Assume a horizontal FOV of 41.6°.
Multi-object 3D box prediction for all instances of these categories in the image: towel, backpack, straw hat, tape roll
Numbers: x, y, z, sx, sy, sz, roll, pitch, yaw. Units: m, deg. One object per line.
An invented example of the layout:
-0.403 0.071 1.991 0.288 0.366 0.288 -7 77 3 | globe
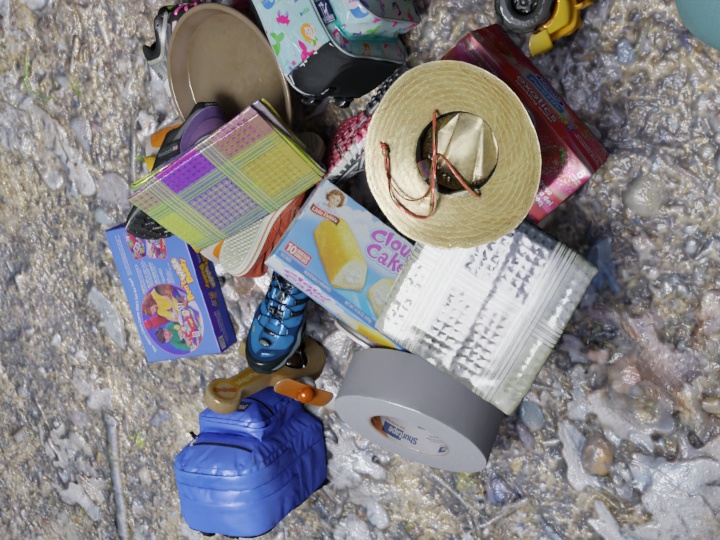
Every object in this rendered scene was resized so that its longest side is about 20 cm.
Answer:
0.132 0.029 1.037 0.191 0.035 0.201 32 109 12 | towel
-0.150 -0.104 1.089 0.199 0.023 0.143 -31 138 18 | towel
-0.160 0.256 1.279 0.161 0.200 0.170 -4 107 27 | backpack
-0.041 -0.302 1.040 0.150 0.177 0.201 -38 79 28 | backpack
0.105 -0.124 0.969 0.199 0.085 0.204 13 117 28 | straw hat
0.069 0.172 1.153 0.198 0.067 0.201 19 155 9 | tape roll

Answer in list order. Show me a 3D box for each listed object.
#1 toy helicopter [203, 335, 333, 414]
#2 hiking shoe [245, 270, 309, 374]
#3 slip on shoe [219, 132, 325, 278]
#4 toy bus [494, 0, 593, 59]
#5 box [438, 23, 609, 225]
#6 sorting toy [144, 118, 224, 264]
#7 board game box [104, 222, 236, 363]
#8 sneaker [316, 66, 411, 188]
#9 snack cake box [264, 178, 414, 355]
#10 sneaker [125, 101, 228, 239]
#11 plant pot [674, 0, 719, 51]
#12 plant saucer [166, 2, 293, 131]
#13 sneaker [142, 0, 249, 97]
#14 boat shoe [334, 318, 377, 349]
-0.116 0.138 1.215 0.132 0.199 0.079 40 127 19 | toy helicopter
-0.096 0.028 1.178 0.074 0.087 0.202 18 73 19 | hiking shoe
-0.103 -0.079 1.173 0.074 0.061 0.202 30 92 37 | slip on shoe
0.206 -0.339 0.948 0.190 0.136 0.202 -22 100 14 | toy bus
0.166 -0.161 1.033 0.200 0.100 0.095 50 122 2 | box
-0.163 -0.130 1.219 0.179 0.107 0.201 -29 95 11 | sorting toy
-0.267 0.023 1.336 0.133 0.045 0.202 -9 104 28 | board game box
0.018 -0.149 1.126 0.074 0.081 0.199 33 133 -24 | sneaker
0.000 0.000 1.129 0.199 0.116 0.067 36 164 -9 | snack cake box
-0.217 -0.119 1.146 0.200 0.075 0.088 -40 52 29 | sneaker
0.366 -0.274 0.866 0.202 0.199 0.134 61 155 -5 | plant pot
-0.150 -0.214 1.115 0.199 0.029 0.202 21 126 32 | plant saucer
-0.208 -0.309 1.173 0.087 0.074 0.200 43 125 -1 | sneaker
0.063 0.095 1.200 0.199 0.067 0.057 31 99 7 | boat shoe
